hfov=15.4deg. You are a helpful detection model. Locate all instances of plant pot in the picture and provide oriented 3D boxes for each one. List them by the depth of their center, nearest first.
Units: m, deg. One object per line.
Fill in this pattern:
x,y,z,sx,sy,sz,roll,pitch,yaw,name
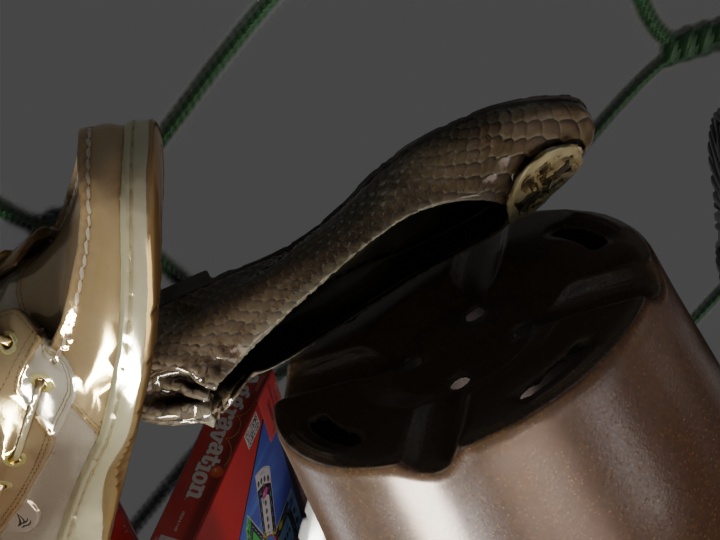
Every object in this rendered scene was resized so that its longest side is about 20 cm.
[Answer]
0.076,0.099,0.987,0.200,0.200,0.198,-28,117,0,plant pot

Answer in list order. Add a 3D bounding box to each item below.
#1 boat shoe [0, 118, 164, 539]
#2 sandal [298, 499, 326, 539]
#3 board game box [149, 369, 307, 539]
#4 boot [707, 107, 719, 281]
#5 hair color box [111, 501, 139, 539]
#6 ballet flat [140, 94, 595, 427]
-0.107,0.030,0.894,0.069,0.074,0.200,8,131,-8,boat shoe
0.002,0.129,1.091,0.082,0.050,0.203,-36,146,-62,sandal
-0.048,0.127,1.075,0.200,0.019,0.103,78,33,-59,board game box
0.240,-0.055,1.052,0.200,0.066,0.165,-22,158,-5,boot
-0.129,0.157,1.074,0.111,0.064,0.200,-25,148,-8,hair color box
0.000,0.000,0.959,0.200,0.046,0.067,-28,150,0,ballet flat
